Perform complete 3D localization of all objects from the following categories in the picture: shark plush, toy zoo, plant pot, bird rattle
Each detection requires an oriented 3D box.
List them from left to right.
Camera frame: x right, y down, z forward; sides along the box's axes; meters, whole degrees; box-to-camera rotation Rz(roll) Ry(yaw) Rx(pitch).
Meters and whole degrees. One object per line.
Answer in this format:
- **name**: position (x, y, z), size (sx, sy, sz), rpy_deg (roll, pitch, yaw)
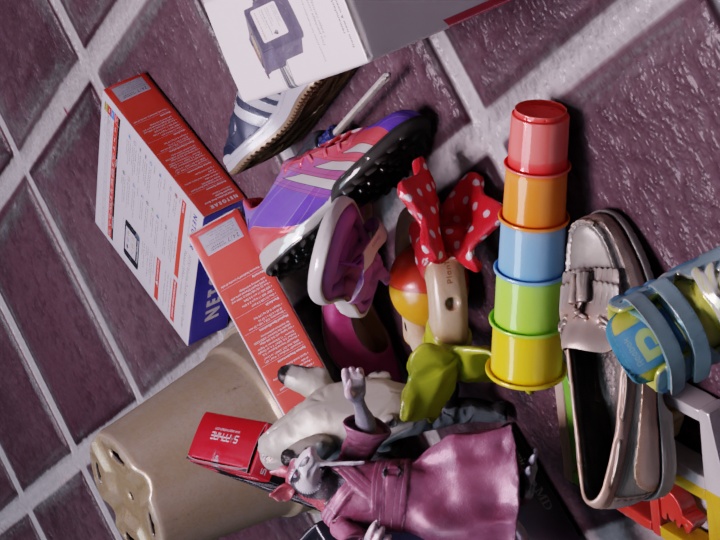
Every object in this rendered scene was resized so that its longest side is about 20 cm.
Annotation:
- **plant pot**: position (-0.150, 0.177, 1.961), size (0.200, 0.182, 0.202), rpy_deg (42, 145, 38)
- **shark plush**: position (0.013, 0.115, 1.634), size (0.084, 0.198, 0.091), rpy_deg (77, 175, -51)
- **bird rattle**: position (0.051, 0.011, 1.559), size (0.163, 0.112, 0.202), rpy_deg (-145, 39, -71)
- **toy zoo**: position (0.208, 0.127, 1.450), size (0.199, 0.020, 0.132), rpy_deg (30, 136, 49)

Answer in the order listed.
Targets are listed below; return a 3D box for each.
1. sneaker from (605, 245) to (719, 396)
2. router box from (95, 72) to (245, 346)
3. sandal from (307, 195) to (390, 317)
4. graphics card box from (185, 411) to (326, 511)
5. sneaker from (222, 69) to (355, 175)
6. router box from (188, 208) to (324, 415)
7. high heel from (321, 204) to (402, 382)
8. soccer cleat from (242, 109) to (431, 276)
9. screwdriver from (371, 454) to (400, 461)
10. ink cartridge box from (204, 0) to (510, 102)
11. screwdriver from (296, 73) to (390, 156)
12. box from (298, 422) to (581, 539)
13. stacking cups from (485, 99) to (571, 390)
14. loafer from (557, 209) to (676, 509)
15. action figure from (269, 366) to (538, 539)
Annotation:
- **sneaker**: position (0.220, 0.017, 1.215), size (0.080, 0.130, 0.200), rpy_deg (61, 153, 11)
- **router box**: position (-0.187, -0.057, 1.980), size (0.180, 0.049, 0.201), rpy_deg (51, 150, 26)
- **sandal**: position (0.002, -0.008, 1.560), size (0.203, 0.049, 0.083), rpy_deg (35, -114, -79)
- **graphics card box**: position (-0.035, 0.178, 1.765), size (0.199, 0.051, 0.125), rpy_deg (25, 168, -26)
- **sneaker**: position (-0.079, -0.162, 1.670), size (0.109, 0.070, 0.200), rpy_deg (56, 146, 7)
- **router box**: position (-0.078, 0.048, 1.772), size (0.181, 0.049, 0.200), rpy_deg (61, 177, 5)
- **high heel**: position (0.009, 0.019, 1.704), size (0.095, 0.067, 0.201), rpy_deg (-21, 107, 24)
- **soccer cleat**: position (-0.024, -0.074, 1.597), size (0.200, 0.068, 0.074), rpy_deg (-43, 68, 38)
- **screwdriver**: position (0.033, 0.169, 1.690), size (0.028, 0.029, 0.200), rpy_deg (23, 175, 13)
- **ink cartridge box**: position (0.002, -0.190, 1.419), size (0.200, 0.144, 0.085), rpy_deg (-7, 107, 62)
- **screwdriver**: position (-0.017, -0.117, 1.625), size (0.029, 0.028, 0.200), rpy_deg (30, 154, -4)
- **box**: position (0.074, 0.257, 1.606), size (0.201, 0.197, 0.123), rpy_deg (59, 150, 12)
- **stacking cups**: position (0.119, -0.016, 1.427), size (0.060, 0.060, 0.202), rpy_deg (33, 132, 46)
- **loafer**: position (0.166, 0.062, 1.390), size (0.072, 0.062, 0.202), rpy_deg (-5, 96, 57)
- **action figure**: position (0.031, 0.160, 1.519), size (0.149, 0.198, 0.135), rpy_deg (73, -156, -64)
